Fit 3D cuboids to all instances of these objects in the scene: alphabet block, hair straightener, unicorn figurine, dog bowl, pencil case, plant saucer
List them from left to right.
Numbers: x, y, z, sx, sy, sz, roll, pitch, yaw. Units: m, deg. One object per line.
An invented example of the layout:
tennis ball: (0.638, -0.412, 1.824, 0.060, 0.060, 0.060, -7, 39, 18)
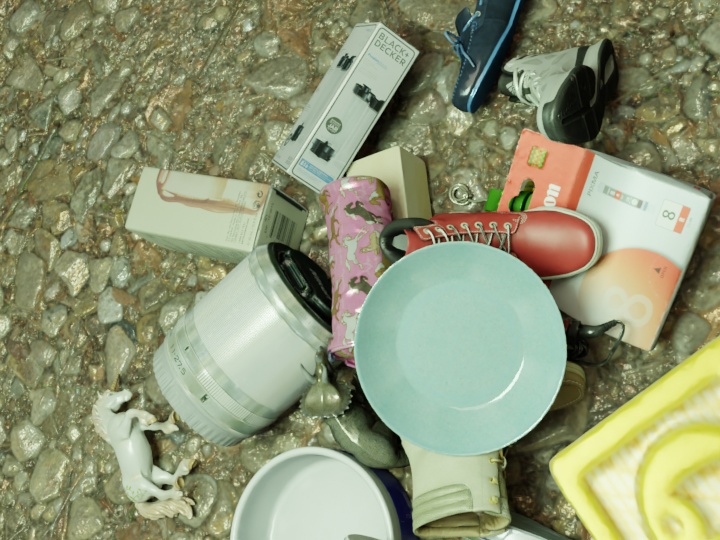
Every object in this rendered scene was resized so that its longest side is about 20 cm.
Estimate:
unicorn figurine: (-0.274, 0.213, 1.126, 0.136, 0.074, 0.202, -18, 75, 33)
dog bowl: (-0.039, 0.296, 0.987, 0.198, 0.079, 0.203, -7, 74, 25)
pencil case: (0.000, 0.000, 0.955, 0.086, 0.083, 0.202, -9, 68, 15)
plant saucer: (0.094, 0.072, 0.865, 0.198, 0.039, 0.204, 1, 95, 9)
hair straightener: (0.182, 0.069, 0.938, 0.198, 0.077, 0.041, -7, 51, 40)
alphabet block: (0.307, 0.195, 0.768, 0.195, 0.200, 0.197, -40, 63, 12)

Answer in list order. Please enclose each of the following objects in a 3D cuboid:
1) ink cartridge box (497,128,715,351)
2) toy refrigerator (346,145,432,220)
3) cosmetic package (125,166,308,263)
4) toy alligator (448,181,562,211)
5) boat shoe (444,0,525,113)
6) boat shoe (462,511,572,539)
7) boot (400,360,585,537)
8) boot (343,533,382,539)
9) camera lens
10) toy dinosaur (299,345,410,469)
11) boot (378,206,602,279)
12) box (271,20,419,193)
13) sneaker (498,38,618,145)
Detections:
ink cartridge box: (0.225, -0.034, 0.903, 0.198, 0.050, 0.164, 22, 111, 17)
toy refrigerator: (0.041, -0.029, 1.036, 0.075, 0.070, 0.202, -17, 70, 29)
cosmetic package: (-0.179, -0.064, 1.135, 0.198, 0.103, 0.088, 10, 80, 27)
toy alligator: (0.174, -0.069, 0.984, 0.198, 0.054, 0.060, 18, 85, 29)
boat shoe: (0.139, -0.274, 1.045, 0.068, 0.084, 0.202, 20, 73, 10)
boat shoe: (0.172, 0.285, 0.889, 0.198, 0.072, 0.063, 18, 91, 28)
boot: (0.137, 0.175, 0.891, 0.198, 0.072, 0.156, -15, 45, 9)
boot: (0.059, 0.327, 0.889, 0.198, 0.073, 0.091, 20, 90, -14)
camera lens: (-0.115, 0.081, 1.033, 0.200, 0.160, 0.161, -42, 63, 12)
toy dinosaur: (0.002, 0.171, 0.971, 0.077, 0.102, 0.200, -41, 90, 19)
boot: (0.121, -0.024, 0.885, 0.198, 0.144, 0.073, 4, 97, 39)
box: (-0.021, -0.192, 1.078, 0.201, 0.060, 0.117, -58, 20, 3)
sneaker: (0.192, -0.178, 0.949, 0.114, 0.201, 0.076, -4, 117, 32)
